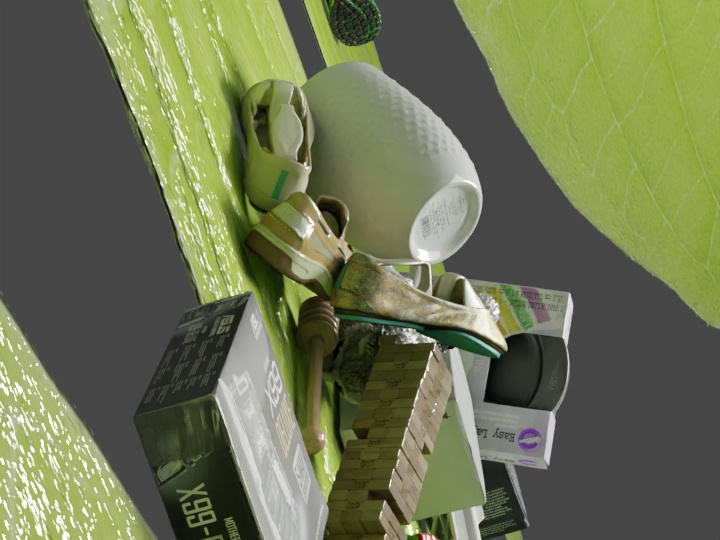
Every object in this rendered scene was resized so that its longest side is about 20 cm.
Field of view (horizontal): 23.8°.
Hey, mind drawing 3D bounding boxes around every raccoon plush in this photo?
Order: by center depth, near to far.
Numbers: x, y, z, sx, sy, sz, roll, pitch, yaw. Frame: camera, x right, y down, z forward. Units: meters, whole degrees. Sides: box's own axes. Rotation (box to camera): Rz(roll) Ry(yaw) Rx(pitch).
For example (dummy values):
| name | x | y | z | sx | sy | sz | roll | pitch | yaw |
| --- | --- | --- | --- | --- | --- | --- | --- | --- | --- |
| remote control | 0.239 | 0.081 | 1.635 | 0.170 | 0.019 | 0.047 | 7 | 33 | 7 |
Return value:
| name | x | y | z | sx | sy | sz | roll | pitch | yaw |
| --- | --- | --- | --- | --- | --- | --- | --- | --- | --- |
| raccoon plush | 0.048 | 0.059 | 1.541 | 0.097 | 0.199 | 0.134 | 67 | -12 | -15 |

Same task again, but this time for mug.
| name | x | y | z | sx | sy | sz | roll | pitch | yaw |
| --- | --- | --- | --- | --- | --- | --- | --- | --- | --- |
| mug | 0.024 | -0.068 | 1.595 | 0.175 | 0.147 | 0.201 | 41 | -36 | 37 |

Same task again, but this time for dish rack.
| name | x | y | z | sx | sy | sz | roll | pitch | yaw |
| --- | --- | --- | --- | --- | --- | --- | --- | --- | --- |
| dish rack | 0.103 | 0.329 | 1.739 | 0.172 | 0.043 | 0.201 | -101 | -167 | -44 |

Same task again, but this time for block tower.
| name | x | y | z | sx | sy | sz | roll | pitch | yaw |
| --- | --- | --- | --- | --- | --- | --- | --- | --- | --- |
| block tower | 0.025 | 0.145 | 1.405 | 0.054 | 0.057 | 0.201 | 61 | 35 | -41 |

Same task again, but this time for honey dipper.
| name | x | y | z | sx | sy | sz | roll | pitch | yaw |
| --- | --- | --- | --- | --- | --- | --- | --- | --- | --- |
| honey dipper | -0.037 | 0.087 | 1.429 | 0.200 | 0.038 | 0.038 | -90 | 163 | -61 |

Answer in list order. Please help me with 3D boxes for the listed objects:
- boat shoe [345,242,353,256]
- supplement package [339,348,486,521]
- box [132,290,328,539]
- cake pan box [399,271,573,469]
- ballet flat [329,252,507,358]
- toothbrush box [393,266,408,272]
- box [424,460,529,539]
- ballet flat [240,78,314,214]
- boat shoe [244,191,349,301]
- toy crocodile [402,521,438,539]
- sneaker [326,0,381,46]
| name | x | y | z | sx | sy | sz | roll | pitch | yaw |
| --- | --- | --- | --- | --- | --- | --- | --- | --- | --- |
| boat shoe | 0.000 | 0.000 | 1.799 | 0.200 | 0.069 | 0.074 | 48 | 26 | -76 |
| supplement package | 0.047 | 0.140 | 1.660 | 0.200 | 0.116 | 0.118 | -92 | 167 | -66 |
| box | -0.070 | 0.116 | 0.999 | 0.200 | 0.049 | 0.159 | -79 | 153 | -75 |
| cake pan box | 0.123 | 0.104 | 1.814 | 0.052 | 0.198 | 0.186 | 54 | 47 | -71 |
| ballet flat | 0.059 | 0.027 | 1.470 | 0.199 | 0.071 | 0.071 | 16 | 49 | -39 |
| toothbrush box | 0.018 | -0.056 | 2.016 | 0.200 | 0.085 | 0.147 | 62 | 14 | -66 |
| box | 0.106 | 0.187 | 2.026 | 0.199 | 0.122 | 0.201 | 69 | 7 | -47 |
| ballet flat | -0.068 | -0.125 | 1.482 | 0.201 | 0.069 | 0.070 | -98 | 170 | -52 |
| boat shoe | -0.035 | -0.025 | 1.432 | 0.071 | 0.076 | 0.200 | 35 | 0 | 9 |
| toy crocodile | 0.056 | 0.279 | 1.653 | 0.200 | 0.061 | 0.068 | 54 | 21 | -74 |
| sneaker | -0.022 | -0.431 | 2.611 | 0.086 | 0.077 | 0.201 | -99 | 170 | -52 |
